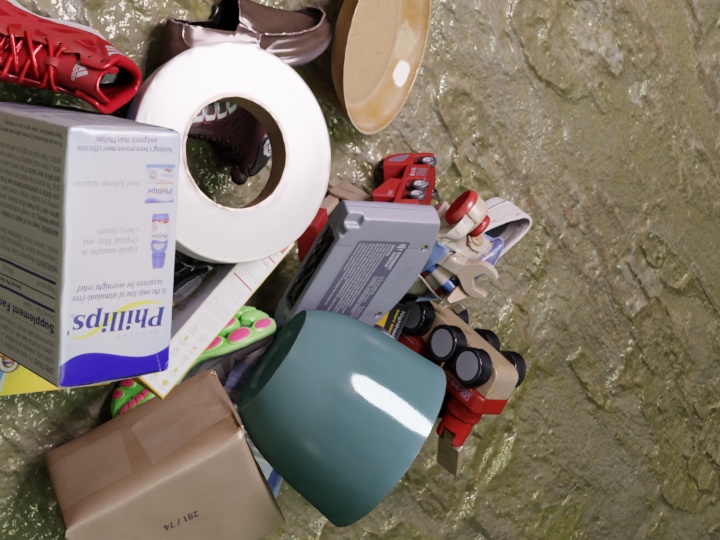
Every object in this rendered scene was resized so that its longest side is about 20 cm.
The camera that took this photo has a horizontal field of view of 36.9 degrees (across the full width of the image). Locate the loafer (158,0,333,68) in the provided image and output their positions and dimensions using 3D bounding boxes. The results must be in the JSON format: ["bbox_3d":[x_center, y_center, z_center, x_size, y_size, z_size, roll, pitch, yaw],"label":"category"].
[{"bbox_3d":[-0.108,-0.235,1.061,0.198,0.073,0.072,-24,125,-35],"label":"loafer"}]

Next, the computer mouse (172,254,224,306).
[{"bbox_3d":[-0.216,-0.061,1.020,0.109,0.044,0.201,-41,101,-5],"label":"computer mouse"}]

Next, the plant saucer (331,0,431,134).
[{"bbox_3d":[0.018,-0.251,1.170,0.200,0.035,0.203,-47,148,-43],"label":"plant saucer"}]

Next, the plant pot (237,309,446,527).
[{"bbox_3d":[-0.033,0.139,1.137,0.160,0.200,0.202,36,82,-12],"label":"plant pot"}]

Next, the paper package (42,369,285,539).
[{"bbox_3d":[-0.199,0.231,1.121,0.198,0.104,0.192,-27,138,-10],"label":"paper package"}]

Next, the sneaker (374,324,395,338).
[{"bbox_3d":[0.005,0.161,1.290,0.078,0.075,0.203,-10,115,-40],"label":"sneaker"}]

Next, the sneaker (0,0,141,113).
[{"bbox_3d":[-0.270,-0.183,0.898,0.198,0.115,0.080,-4,112,-44],"label":"sneaker"}]

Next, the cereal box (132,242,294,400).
[{"bbox_3d":[-0.163,0.031,1.088,0.040,0.143,0.201,44,75,-20],"label":"cereal box"}]

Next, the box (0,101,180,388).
[{"bbox_3d":[-0.245,-0.028,0.896,0.104,0.182,0.204,-4,105,-43],"label":"box"}]

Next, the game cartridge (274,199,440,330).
[{"bbox_3d":[0.000,0.000,1.169,0.131,0.041,0.201,5,139,-29],"label":"game cartridge"}]

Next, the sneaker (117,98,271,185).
[{"bbox_3d":[-0.146,-0.130,1.078,0.198,0.075,0.117,-25,129,-34],"label":"sneaker"}]

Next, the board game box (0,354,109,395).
[{"bbox_3d":[-0.319,0.039,1.014,0.198,0.040,0.156,-3,111,-43],"label":"board game box"}]

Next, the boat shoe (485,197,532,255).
[{"bbox_3d":[0.145,-0.025,1.415,0.199,0.065,0.073,-32,129,-30],"label":"boat shoe"}]

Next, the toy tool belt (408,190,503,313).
[{"bbox_3d":[0.115,-0.016,1.277,0.123,0.199,0.126,42,59,-12],"label":"toy tool belt"}]

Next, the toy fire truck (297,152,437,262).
[{"bbox_3d":[0.010,-0.076,1.232,0.201,0.138,0.049,-69,158,-58],"label":"toy fire truck"}]

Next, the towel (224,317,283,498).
[{"bbox_3d":[-0.121,0.150,1.226,0.145,0.024,0.203,22,94,-17],"label":"towel"}]

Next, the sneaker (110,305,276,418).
[{"bbox_3d":[-0.177,0.110,1.167,0.199,0.077,0.084,-35,137,-10],"label":"sneaker"}]

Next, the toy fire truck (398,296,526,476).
[{"bbox_3d":[0.106,0.159,1.396,0.127,0.176,0.202,9,114,-46],"label":"toy fire truck"}]

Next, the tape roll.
[{"bbox_3d":[-0.121,-0.109,1.001,0.200,0.037,0.207,-1,91,-29],"label":"tape roll"}]

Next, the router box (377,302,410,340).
[{"bbox_3d":[-0.035,0.113,1.316,0.148,0.051,0.203,20,94,-49],"label":"router box"}]
